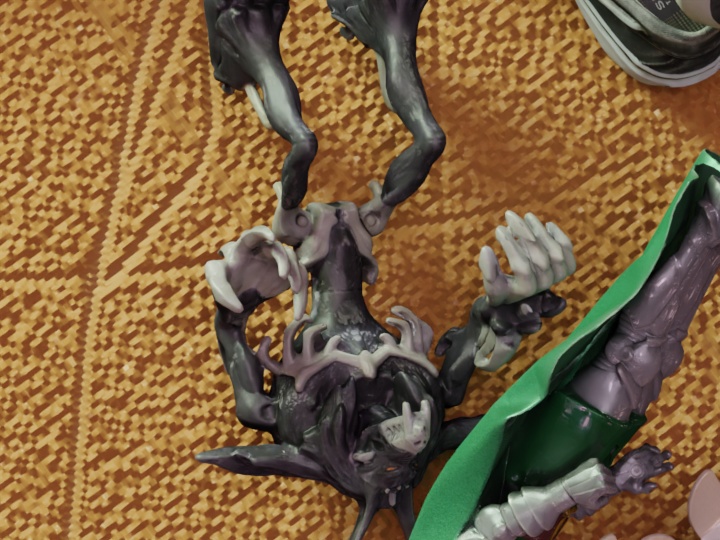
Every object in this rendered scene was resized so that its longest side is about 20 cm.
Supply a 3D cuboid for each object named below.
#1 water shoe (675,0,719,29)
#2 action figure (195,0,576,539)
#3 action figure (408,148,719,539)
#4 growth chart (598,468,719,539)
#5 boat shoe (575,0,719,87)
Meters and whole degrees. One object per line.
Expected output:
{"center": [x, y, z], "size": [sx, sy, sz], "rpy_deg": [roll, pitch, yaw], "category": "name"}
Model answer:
{"center": [0.146, -0.142, 0.898], "size": [0.079, 0.072, 0.200], "rpy_deg": [47, 43, 11], "category": "water shoe"}
{"center": [0.000, 0.000, 0.880], "size": [0.119, 0.102, 0.200], "rpy_deg": [-7, 84, -17], "category": "action figure"}
{"center": [0.067, 0.056, 0.870], "size": [0.055, 0.118, 0.200], "rpy_deg": [39, 104, 15], "category": "action figure"}
{"center": [0.158, 0.115, 0.892], "size": [0.200, 0.018, 0.145], "rpy_deg": [-30, 108, -6], "category": "growth chart"}
{"center": [0.070, -0.155, 0.921], "size": [0.072, 0.071, 0.200], "rpy_deg": [-37, 85, -8], "category": "boat shoe"}
